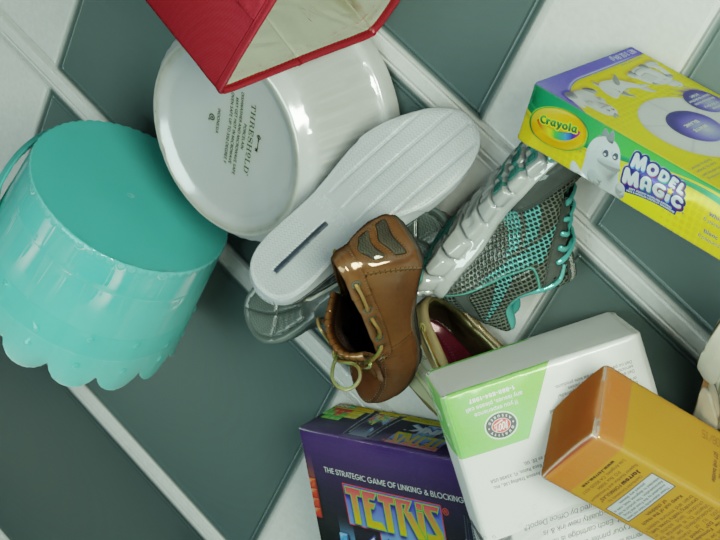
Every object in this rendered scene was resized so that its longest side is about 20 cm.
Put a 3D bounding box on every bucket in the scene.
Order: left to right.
[{"bbox_3d":[-0.216,-0.018,1.592,0.207,0.207,0.135,46,126,17],"label":"bucket"}]

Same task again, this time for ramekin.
[{"bbox_3d":[-0.073,-0.115,1.474,0.202,0.094,0.203,22,124,36],"label":"ramekin"}]

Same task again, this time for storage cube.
[{"bbox_3d":[-0.061,-0.260,1.331,0.180,0.171,0.200,52,137,12],"label":"storage cube"}]

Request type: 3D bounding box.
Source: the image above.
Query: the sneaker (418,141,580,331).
[{"bbox_3d":[0.124,-0.032,1.354,0.091,0.078,0.200,35,131,-8],"label":"sneaker"}]

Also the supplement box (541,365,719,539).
[{"bbox_3d":[0.220,0.145,1.269,0.200,0.067,0.069,29,134,-12],"label":"supplement box"}]

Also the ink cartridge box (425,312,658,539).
[{"bbox_3d":[0.145,0.150,1.346,0.084,0.145,0.200,-125,18,-78],"label":"ink cartridge box"}]

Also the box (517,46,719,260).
[{"bbox_3d":[0.211,-0.067,1.202,0.200,0.117,0.048,35,127,26],"label":"box"}]

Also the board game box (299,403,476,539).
[{"bbox_3d":[0.051,0.204,1.545,0.200,0.057,0.166,6,116,43],"label":"board game box"}]

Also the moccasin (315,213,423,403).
[{"bbox_3d":[0.003,0.039,1.386,0.074,0.078,0.201,58,164,22],"label":"moccasin"}]

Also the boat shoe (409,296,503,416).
[{"bbox_3d":[0.100,0.099,1.429,0.200,0.074,0.066,44,140,19],"label":"boat shoe"}]

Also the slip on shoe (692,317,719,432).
[{"bbox_3d":[0.251,0.060,1.218,0.061,0.076,0.200,26,158,16],"label":"slip on shoe"}]

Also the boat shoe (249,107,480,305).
[{"bbox_3d":[0.002,-0.048,1.409,0.200,0.071,0.072,-36,80,3],"label":"boat shoe"}]

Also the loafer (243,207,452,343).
[{"bbox_3d":[0.000,0.000,1.490,0.200,0.063,0.072,-24,77,30],"label":"loafer"}]
